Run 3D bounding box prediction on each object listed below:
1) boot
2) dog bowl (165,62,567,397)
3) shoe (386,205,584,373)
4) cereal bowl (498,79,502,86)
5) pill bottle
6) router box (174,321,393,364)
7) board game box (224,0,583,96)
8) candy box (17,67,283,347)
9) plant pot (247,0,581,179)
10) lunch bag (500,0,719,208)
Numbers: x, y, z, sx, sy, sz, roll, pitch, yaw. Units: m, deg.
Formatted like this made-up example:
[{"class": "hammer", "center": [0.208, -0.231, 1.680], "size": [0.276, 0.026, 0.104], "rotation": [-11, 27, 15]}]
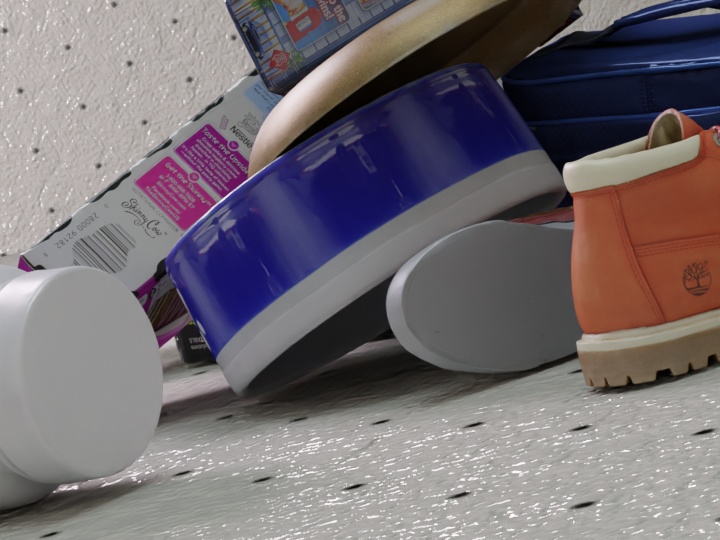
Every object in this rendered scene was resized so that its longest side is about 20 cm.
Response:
[{"class": "boot", "center": [0.172, -0.025, 1.128], "size": [0.199, 0.108, 0.075], "rotation": [-16, 4, -35]}, {"class": "dog bowl", "center": [0.002, -0.020, 1.313], "size": [0.200, 0.079, 0.200], "rotation": [-32, -8, -5]}, {"class": "shoe", "center": [0.084, 0.008, 1.248], "size": [0.199, 0.072, 0.091], "rotation": [-14, 0, -30]}, {"class": "cereal bowl", "center": [0.037, -0.078, 1.771], "size": [0.200, 0.200, 0.083], "rotation": [-10, 42, 40]}, {"class": "pill bottle", "center": [-0.196, 0.058, 1.193], "size": [0.199, 0.114, 0.113], "rotation": [-11, 6, 36]}, {"class": "router box", "center": [0.000, 0.000, 1.559], "size": [0.199, 0.062, 0.150], "rotation": [-10, 8, 41]}, {"class": "board game box", "center": [0.063, -0.160, 1.373], "size": [0.200, 0.062, 0.200], "rotation": [-35, -21, 23]}, {"class": "candy box", "center": [-0.103, -0.017, 1.413], "size": [0.200, 0.061, 0.136], "rotation": [-42, -10, -27]}, {"class": "plant pot", "center": [0.023, -0.099, 1.290], "size": [0.200, 0.028, 0.200], "rotation": [-31, -7, -4]}, {"class": "lunch bag", "center": [0.181, -0.081, 1.395], "size": [0.199, 0.133, 0.136], "rotation": [-6, 16, 22]}]
